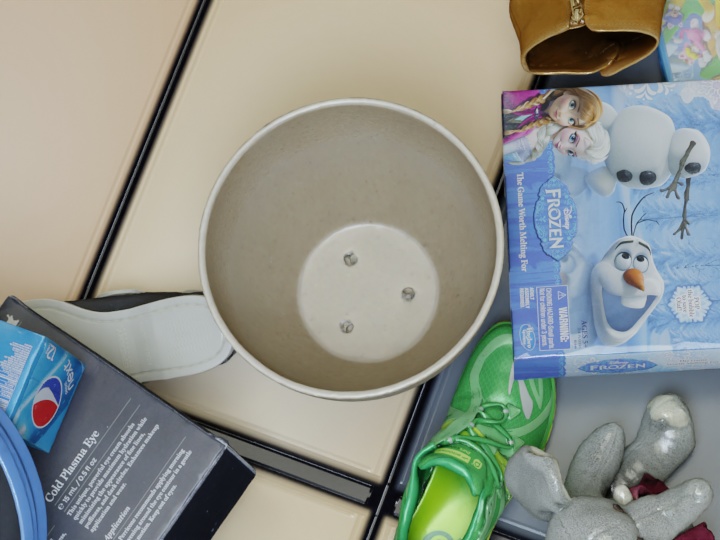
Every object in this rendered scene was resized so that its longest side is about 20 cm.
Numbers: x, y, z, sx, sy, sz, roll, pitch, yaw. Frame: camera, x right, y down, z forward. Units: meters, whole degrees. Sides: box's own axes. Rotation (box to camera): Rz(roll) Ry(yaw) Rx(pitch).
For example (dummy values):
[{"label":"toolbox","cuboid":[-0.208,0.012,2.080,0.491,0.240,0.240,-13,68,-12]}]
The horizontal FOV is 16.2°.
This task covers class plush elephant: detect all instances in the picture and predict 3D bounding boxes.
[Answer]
[{"label":"plush elephant","cuboid":[0.174,0.175,1.637,0.199,0.155,0.165,-29,75,-3]}]

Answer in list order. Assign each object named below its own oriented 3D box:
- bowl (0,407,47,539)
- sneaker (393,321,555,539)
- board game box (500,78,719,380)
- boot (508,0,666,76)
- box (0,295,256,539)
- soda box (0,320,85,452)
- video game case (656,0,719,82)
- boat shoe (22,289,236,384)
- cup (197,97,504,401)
[{"label":"bowl","cuboid":[-0.278,0.146,1.553,0.200,0.039,0.202,8,107,26]},{"label":"sneaker","cuboid":[0.078,0.128,1.694,0.074,0.084,0.201,20,75,9]},{"label":"board game box","cuboid":[0.197,-0.030,1.708,0.198,0.043,0.201,-3,67,3]},{"label":"boot","cuboid":[0.199,-0.200,1.739,0.200,0.071,0.144,-18,39,11]},{"label":"box","cuboid":[-0.202,0.153,1.648,0.182,0.104,0.200,34,83,15]},{"label":"soda box","cuboid":[-0.279,0.049,1.601,0.199,0.068,0.064,19,79,23]},{"label":"video game case","cuboid":[0.289,-0.119,1.769,0.142,0.018,0.201,-12,76,2]},{"label":"boat shoe","cuboid":[-0.172,0.047,1.750,0.199,0.060,0.074,-10,91,17]},{"label":"cup","cuboid":[0.000,0.000,1.703,0.199,0.143,0.201,-1,77,5]}]
